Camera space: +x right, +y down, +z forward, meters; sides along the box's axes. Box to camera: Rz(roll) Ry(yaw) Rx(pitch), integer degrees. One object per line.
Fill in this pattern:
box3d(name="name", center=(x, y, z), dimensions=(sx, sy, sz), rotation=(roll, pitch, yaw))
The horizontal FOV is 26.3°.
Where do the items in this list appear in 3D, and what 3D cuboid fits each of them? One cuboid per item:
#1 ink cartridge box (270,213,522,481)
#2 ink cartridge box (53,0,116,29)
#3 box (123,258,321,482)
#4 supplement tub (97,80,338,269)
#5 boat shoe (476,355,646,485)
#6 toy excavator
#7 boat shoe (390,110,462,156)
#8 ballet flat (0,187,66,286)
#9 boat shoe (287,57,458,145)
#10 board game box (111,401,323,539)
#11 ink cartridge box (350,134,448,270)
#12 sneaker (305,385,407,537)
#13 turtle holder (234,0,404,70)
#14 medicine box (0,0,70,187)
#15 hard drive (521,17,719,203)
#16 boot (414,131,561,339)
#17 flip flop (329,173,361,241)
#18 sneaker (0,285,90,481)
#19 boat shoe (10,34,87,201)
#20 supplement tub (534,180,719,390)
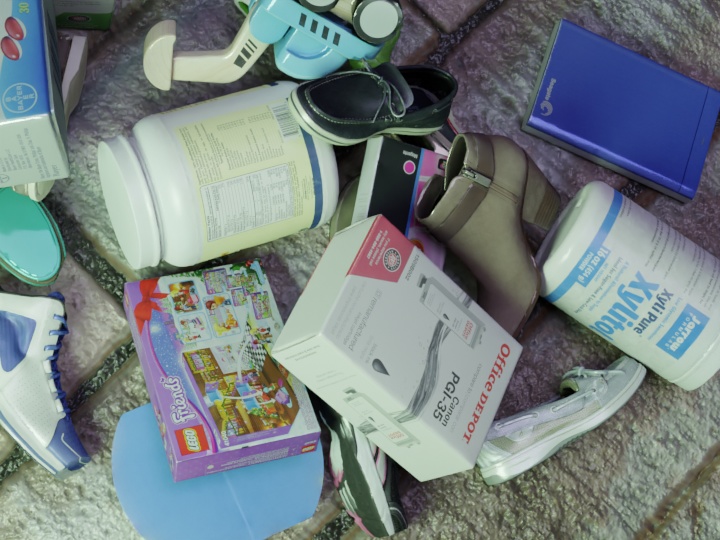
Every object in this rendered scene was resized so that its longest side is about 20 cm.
box3d(name="ink cartridge box", center=(0.038, 0.072, 1.399), dimensions=(0.200, 0.082, 0.147), rotation=(41, 54, -20))
box3d(name="ink cartridge box", center=(-0.297, -0.304, 1.440), dimensions=(0.144, 0.200, 0.085), rotation=(1, 74, -15))
box3d(name="box", center=(-0.131, 0.088, 1.425), dimensions=(0.135, 0.039, 0.201), rotation=(-10, 56, -18))
box3d(name="supplement tub", center=(-0.135, -0.088, 1.453), dimensions=(0.198, 0.145, 0.146), rotation=(-17, 80, -18))
box3d(name="boat shoe", center=(0.194, 0.136, 1.521), dimensions=(0.201, 0.074, 0.065), rotation=(-31, 89, -14))
box3d(name="toy excavator", center=(-0.082, -0.224, 1.448), dimensions=(0.193, 0.201, 0.100), rotation=(25, 26, -22))
box3d(name="boat shoe", center=(0.083, -0.111, 1.555), dimensions=(0.062, 0.071, 0.201), rotation=(-29, 82, -31))
box3d(name="ballet flat", center=(-0.346, -0.065, 1.431), dimensions=(0.067, 0.070, 0.200), rotation=(-43, 92, -17))
box3d(name="boat shoe", center=(0.015, -0.161, 1.435), dimensions=(0.199, 0.062, 0.075), rotation=(-7, 59, -43))
box3d(name="board game box", center=(-0.133, 0.184, 1.432), dimensions=(0.198, 0.039, 0.159), rotation=(-22, 77, -23))
box3d(name="ink cartridge box", center=(0.034, -0.021, 1.482), dimensions=(0.094, 0.037, 0.202), rotation=(14, 86, -27))
box3d(name="sneaker", center=(0.015, 0.152, 1.449), dimensions=(0.086, 0.080, 0.202), rotation=(-21, 100, -24))
box3d(name="turtle holder", center=(-0.045, -0.283, 1.551), dimensions=(0.132, 0.141, 0.186), rotation=(-50, 128, -7))
box3d(name="medicine box", center=(-0.365, -0.168, 1.350), dimensions=(0.198, 0.103, 0.184), rotation=(-9, 64, -5))
box3d(name="hard drive", center=(0.282, -0.171, 1.653), dimensions=(0.198, 0.025, 0.133), rotation=(23, 71, -8))
box3d(name="boot", center=(0.111, -0.030, 1.478), dimensions=(0.145, 0.070, 0.202), rotation=(22, 85, -36))
box3d(name="flip flop", center=(0.000, 0.000, 1.512), dimensions=(0.080, 0.058, 0.202), rotation=(19, 71, -9))
box3d(name="sneaker", center=(-0.295, 0.083, 1.393), dimensions=(0.115, 0.081, 0.200), rotation=(-39, 86, -13))
box3d(name="boat shoe", center=(-0.303, -0.147, 1.444), dimensions=(0.059, 0.072, 0.202), rotation=(10, 51, -4))
box3d(name="supplement tub", center=(0.280, 0.014, 1.545), dimensions=(0.199, 0.132, 0.133), rotation=(33, 69, -3))
